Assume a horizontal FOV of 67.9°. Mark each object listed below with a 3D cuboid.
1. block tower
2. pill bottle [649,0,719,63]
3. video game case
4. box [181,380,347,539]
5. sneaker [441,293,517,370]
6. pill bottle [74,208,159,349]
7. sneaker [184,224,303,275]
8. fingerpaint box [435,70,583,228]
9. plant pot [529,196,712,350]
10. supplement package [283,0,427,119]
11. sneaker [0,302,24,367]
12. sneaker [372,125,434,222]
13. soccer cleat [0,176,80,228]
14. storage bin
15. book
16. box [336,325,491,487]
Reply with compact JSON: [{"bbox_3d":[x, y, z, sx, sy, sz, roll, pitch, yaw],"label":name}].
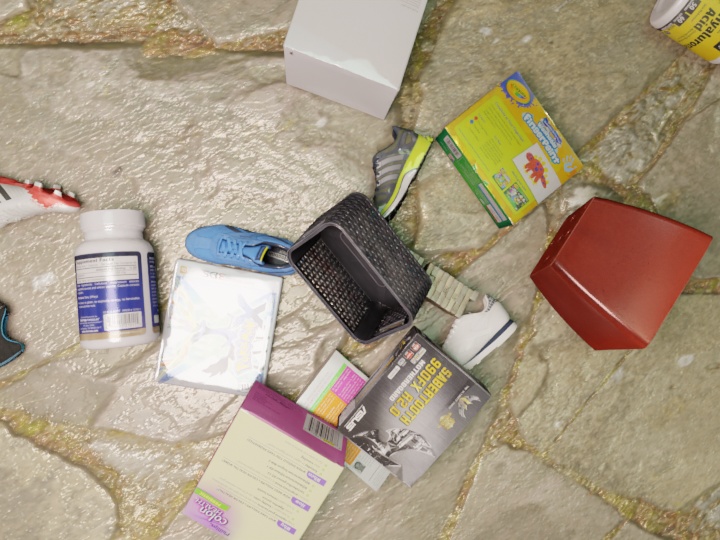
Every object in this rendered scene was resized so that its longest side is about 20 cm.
[{"bbox_3d":[0.101,0.011,0.911,0.198,0.054,0.059,30,85,-4],"label":"block tower"},{"bbox_3d":[0.641,-0.448,0.966,0.197,0.111,0.113,28,85,-5],"label":"pill bottle"},{"bbox_3d":[-0.232,0.096,0.883,0.178,0.022,0.205,10,87,-6],"label":"video game case"},{"bbox_3d":[-0.142,0.310,0.821,0.174,0.097,0.202,30,102,-4],"label":"box"},{"bbox_3d":[0.172,0.129,0.913,0.199,0.077,0.081,-38,79,-10],"label":"sneaker"},{"bbox_3d":[-0.375,0.013,0.823,0.113,0.116,0.205,-4,88,-7],"label":"pill bottle"},{"bbox_3d":[-0.189,-0.036,0.867,0.196,0.078,0.067,11,88,-5],"label":"sneaker"},{"bbox_3d":[0.256,-0.206,0.928,0.166,0.073,0.201,-38,93,-6],"label":"fingerpaint box"},{"bbox_3d":[0.402,-0.004,0.886,0.175,0.200,0.202,34,84,7],"label":"plant pot"},{"bbox_3d":[-0.006,-0.391,0.867,0.188,0.147,0.204,19,86,-6],"label":"supplement package"},{"bbox_3d":[-0.594,0.057,0.827,0.081,0.073,0.204,-23,96,-23],"label":"sneaker"},{"bbox_3d":[0.047,-0.154,0.910,0.080,0.074,0.202,29,79,5],"label":"sneaker"},{"bbox_3d":[-0.538,-0.103,0.837,0.196,0.069,0.087,13,95,-3],"label":"soccer cleat"},{"bbox_3d":[0.000,0.000,0.833,0.201,0.134,0.094,50,43,-13],"label":"storage bin"},{"bbox_3d":[-0.008,0.248,0.893,0.199,0.048,0.134,42,81,-5],"label":"book"},{"bbox_3d":[0.082,0.215,0.844,0.158,0.048,0.201,40,98,-7],"label":"box"}]
